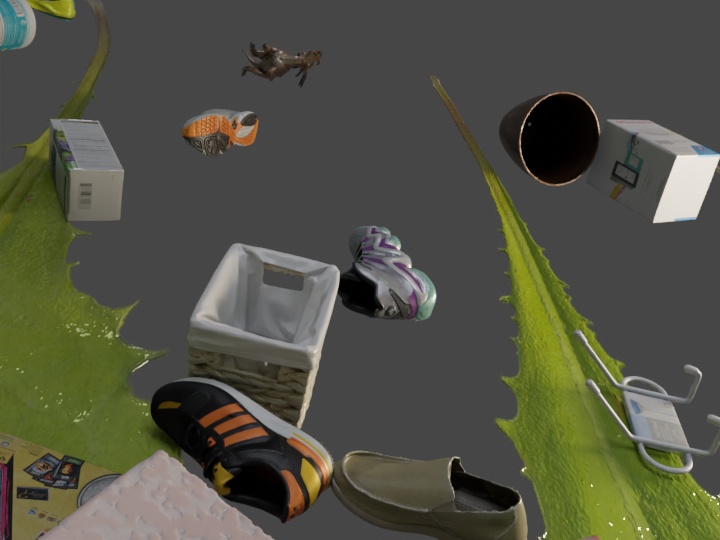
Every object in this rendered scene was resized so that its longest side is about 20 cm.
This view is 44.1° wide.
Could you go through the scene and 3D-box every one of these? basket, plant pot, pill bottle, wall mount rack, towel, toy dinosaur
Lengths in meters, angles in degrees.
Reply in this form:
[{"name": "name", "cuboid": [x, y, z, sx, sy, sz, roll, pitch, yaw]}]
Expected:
[{"name": "basket", "cuboid": [-0.105, 0.075, 0.957, 0.133, 0.126, 0.201, 13, 25, 1]}, {"name": "plant pot", "cuboid": [0.376, -0.288, 1.892, 0.183, 0.191, 0.200, 4, 12, -18]}, {"name": "pill bottle", "cuboid": [-0.767, -0.499, 1.803, 0.109, 0.113, 0.200, 22, 27, 18]}, {"name": "wall mount rack", "cuboid": [0.338, 0.151, 1.074, 0.170, 0.076, 0.201, 13, 25, 0]}, {"name": "towel", "cuboid": [-0.139, 0.243, 0.664, 0.198, 0.033, 0.191, 35, 29, 12]}, {"name": "toy dinosaur", "cuboid": [-0.194, -0.481, 2.091, 0.198, 0.088, 0.134, 13, 9, 40]}]

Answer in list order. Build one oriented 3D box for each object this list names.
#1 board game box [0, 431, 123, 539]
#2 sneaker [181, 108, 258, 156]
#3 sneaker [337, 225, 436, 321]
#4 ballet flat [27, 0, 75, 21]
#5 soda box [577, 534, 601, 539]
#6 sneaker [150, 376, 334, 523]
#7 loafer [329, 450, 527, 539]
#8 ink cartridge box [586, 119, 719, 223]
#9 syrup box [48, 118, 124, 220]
[{"name": "board game box", "cuboid": [-0.282, 0.199, 0.725, 0.196, 0.035, 0.136, 17, 26, 8]}, {"name": "sneaker", "cuboid": [-0.273, -0.256, 1.617, 0.090, 0.077, 0.199, 16, 17, 23]}, {"name": "sneaker", "cuboid": [0.000, 0.000, 1.212, 0.138, 0.079, 0.200, -3, 30, -33]}, {"name": "ballet flat", "cuboid": [-0.794, -0.665, 2.175, 0.196, 0.068, 0.067, 13, 26, -1]}, {"name": "soda box", "cuboid": [0.221, 0.310, 0.715, 0.067, 0.065, 0.200, -3, 30, -31]}, {"name": "sneaker", "cuboid": [-0.125, 0.166, 0.826, 0.197, 0.071, 0.090, 23, 25, 16]}, {"name": "loafer", "cuboid": [0.067, 0.207, 0.837, 0.196, 0.069, 0.076, 17, 26, 6]}, {"name": "ink cartridge box", "cuboid": [0.604, -0.211, 1.849, 0.144, 0.149, 0.200, -5, 31, -32]}, {"name": "syrup box", "cuboid": [-0.410, -0.152, 1.316, 0.080, 0.080, 0.200, -2, 30, -28]}]
